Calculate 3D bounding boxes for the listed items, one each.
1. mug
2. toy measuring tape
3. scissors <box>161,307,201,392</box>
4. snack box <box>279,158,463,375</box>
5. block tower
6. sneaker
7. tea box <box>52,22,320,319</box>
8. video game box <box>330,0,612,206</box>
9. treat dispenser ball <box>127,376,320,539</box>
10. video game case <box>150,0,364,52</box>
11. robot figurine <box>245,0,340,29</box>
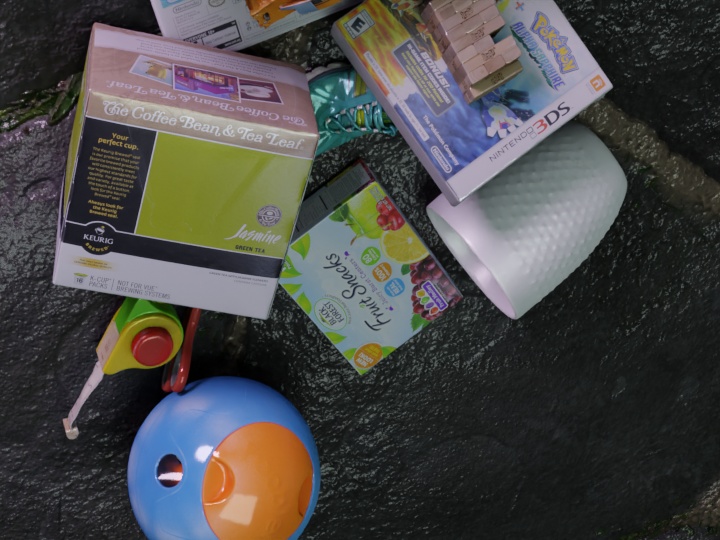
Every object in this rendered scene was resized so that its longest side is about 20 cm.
[{"bbox_3d":[0.163,-0.083,1.408,0.175,0.148,0.201,-39,100,-4],"label":"mug"},{"bbox_3d":[-0.229,0.092,1.390,0.073,0.074,0.201,17,115,-33],"label":"toy measuring tape"},{"bbox_3d":[-0.167,0.029,1.401,0.014,0.073,0.203,14,93,-17],"label":"scissors"},{"bbox_3d":[0.000,0.000,1.437,0.142,0.053,0.200,-36,130,5],"label":"snack box"},{"bbox_3d":[0.073,-0.251,1.216,0.057,0.054,0.202,-30,90,-7],"label":"block tower"},{"bbox_3d":[0.004,-0.159,1.309,0.198,0.080,0.078,-29,131,-1],"label":"sneaker"},{"bbox_3d":[-0.158,-0.086,1.226,0.197,0.134,0.199,10,122,-16],"label":"tea box"},{"bbox_3d":[0.102,-0.192,1.266,0.181,0.047,0.201,-37,91,-8],"label":"video game box"},{"bbox_3d":[-0.140,0.210,1.428,0.198,0.201,0.203,-12,128,-16],"label":"treat dispenser ball"},{"bbox_3d":[-0.097,-0.287,1.210,0.198,0.024,0.184,-22,129,-7],"label":"video game case"},{"bbox_3d":[-0.018,-0.292,1.146,0.198,0.146,0.058,-27,163,8],"label":"robot figurine"}]
